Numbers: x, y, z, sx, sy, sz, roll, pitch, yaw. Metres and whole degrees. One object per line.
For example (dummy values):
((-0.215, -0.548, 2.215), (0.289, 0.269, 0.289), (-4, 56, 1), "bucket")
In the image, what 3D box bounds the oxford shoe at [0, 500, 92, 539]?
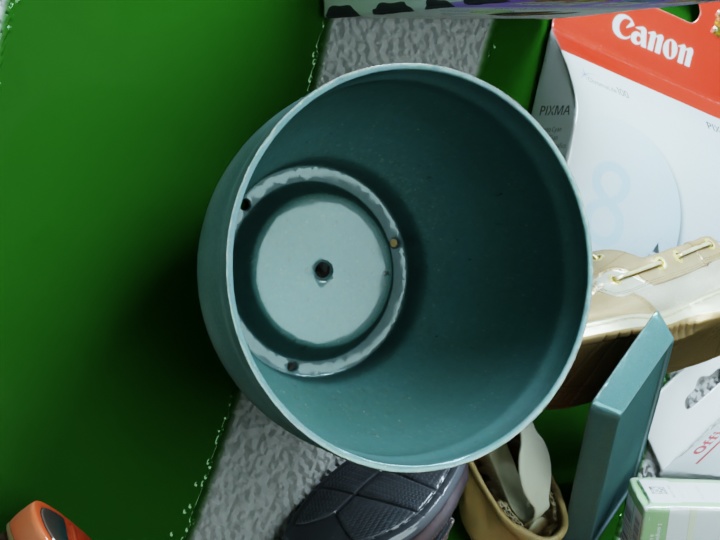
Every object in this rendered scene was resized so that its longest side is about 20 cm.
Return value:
((-0.131, 0.193, 1.381), (0.073, 0.071, 0.200), (-36, 126, 5), "oxford shoe")

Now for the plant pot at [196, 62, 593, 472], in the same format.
((0.000, 0.000, 1.412), (0.200, 0.134, 0.201), (1, 88, -24), "plant pot")

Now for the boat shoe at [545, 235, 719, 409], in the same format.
((0.139, 0.023, 1.529), (0.200, 0.074, 0.069), (-10, 58, -41), "boat shoe")

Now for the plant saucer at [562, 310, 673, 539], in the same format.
((0.141, 0.097, 1.528), (0.070, 0.019, 0.200), (-53, 165, -24), "plant saucer")

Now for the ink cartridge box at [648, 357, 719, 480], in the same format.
((0.258, 0.140, 1.674), (0.116, 0.067, 0.200), (-38, 114, -31), "ink cartridge box")

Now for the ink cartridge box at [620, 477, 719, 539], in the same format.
((0.245, 0.194, 1.602), (0.200, 0.048, 0.146), (2, 109, -10), "ink cartridge box")

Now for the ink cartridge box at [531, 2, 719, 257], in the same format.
((0.174, -0.086, 1.614), (0.160, 0.047, 0.200), (19, 82, -37), "ink cartridge box")

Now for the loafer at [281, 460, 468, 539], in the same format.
((-0.008, 0.164, 1.469), (0.200, 0.072, 0.063), (-47, 138, -33), "loafer")

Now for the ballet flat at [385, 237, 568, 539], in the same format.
((0.067, 0.066, 1.524), (0.069, 0.063, 0.200), (-34, 111, -33), "ballet flat")

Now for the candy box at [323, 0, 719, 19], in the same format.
((0.103, -0.172, 1.459), (0.168, 0.200, 0.072), (-4, 93, -39), "candy box")
